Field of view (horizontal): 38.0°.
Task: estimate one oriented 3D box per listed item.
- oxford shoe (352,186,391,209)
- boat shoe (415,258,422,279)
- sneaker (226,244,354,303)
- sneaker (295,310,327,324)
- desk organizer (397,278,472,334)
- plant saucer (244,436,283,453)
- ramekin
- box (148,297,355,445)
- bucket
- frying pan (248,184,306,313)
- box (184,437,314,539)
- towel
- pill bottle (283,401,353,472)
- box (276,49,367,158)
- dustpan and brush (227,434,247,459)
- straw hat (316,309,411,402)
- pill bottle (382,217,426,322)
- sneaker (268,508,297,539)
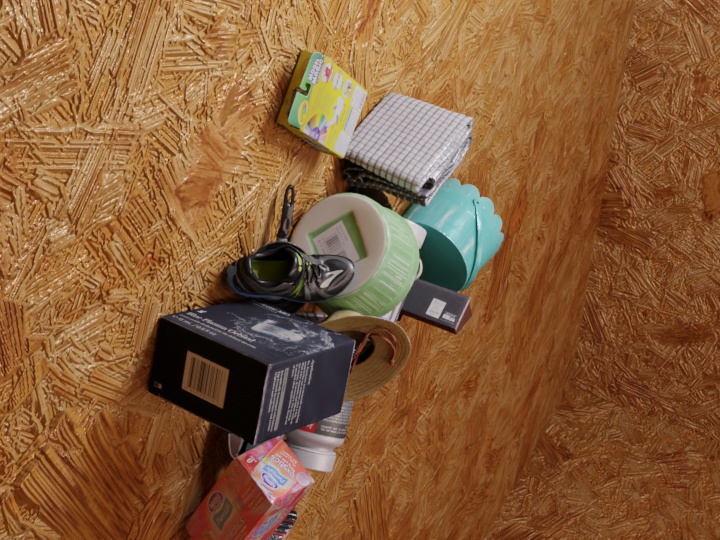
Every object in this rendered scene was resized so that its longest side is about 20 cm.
[{"bbox_3d":[0.023,-0.109,1.799,0.073,0.084,0.200,79,24,-56],"label":"oxford shoe"},{"bbox_3d":[0.000,0.000,1.728,0.068,0.199,0.072,44,35,-76],"label":"boat shoe"},{"bbox_3d":[-0.094,0.005,1.528,0.199,0.083,0.071,1,72,-29],"label":"sneaker"},{"bbox_3d":[-0.091,0.126,1.699,0.200,0.077,0.112,9,63,-57],"label":"sneaker"},{"bbox_3d":[0.109,0.065,2.001,0.072,0.200,0.077,-62,158,-21],"label":"desk organizer"},{"bbox_3d":[-0.141,0.248,1.707,0.201,0.039,0.202,22,90,-85],"label":"plant saucer"},{"bbox_3d":[-0.017,-0.025,1.653,0.098,0.200,0.201,35,75,-59],"label":"ramekin"},{"bbox_3d":[-0.148,0.131,1.440,0.200,0.196,0.118,-10,116,-56],"label":"box"},{"bbox_3d":[0.165,-0.061,2.041,0.135,0.207,0.208,-48,149,-35],"label":"bucket"},{"bbox_3d":[-0.133,-0.023,1.575,0.115,0.031,0.191,-19,101,-25],"label":"frying pan"},{"bbox_3d":[-0.173,0.361,1.614,0.103,0.095,0.200,-19,151,-49],"label":"box"},{"bbox_3d":[0.079,-0.201,1.766,0.200,0.165,0.086,-53,158,-36],"label":"towel"},{"bbox_3d":[-0.072,0.239,1.810,0.114,0.114,0.201,24,79,-67],"label":"pill bottle"},{"bbox_3d":[-0.060,-0.248,1.563,0.118,0.048,0.200,-70,160,-1],"label":"box"},{"bbox_3d":[-0.174,0.180,1.642,0.140,0.057,0.200,-57,167,-63],"label":"dustpan and brush"},{"bbox_3d":[-0.028,0.108,1.604,0.085,0.200,0.201,-104,-173,-45],"label":"straw hat"},{"bbox_3d":[0.041,0.003,1.905,0.200,0.114,0.114,-67,157,-8],"label":"pill bottle"},{"bbox_3d":[-0.151,0.419,1.792,0.200,0.074,0.087,-84,-168,-62],"label":"sneaker"}]
